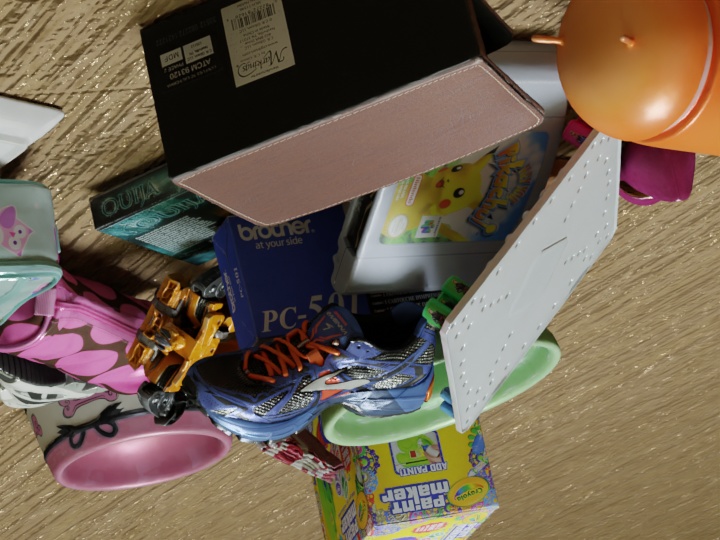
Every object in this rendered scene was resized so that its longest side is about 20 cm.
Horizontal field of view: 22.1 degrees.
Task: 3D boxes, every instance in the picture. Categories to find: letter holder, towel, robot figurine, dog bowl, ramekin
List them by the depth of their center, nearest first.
[{"bbox_3d":[-0.006,-0.114,1.105,0.199,0.101,0.142,-20,161,18],"label":"letter holder"},{"bbox_3d":[0.206,-0.133,1.157,0.199,0.144,0.117,4,137,-38],"label":"robot figurine"},{"bbox_3d":[-0.108,0.047,1.416,0.146,0.058,0.200,-62,157,11],"label":"robot figurine"},{"bbox_3d":[0.051,0.056,1.471,0.199,0.098,0.200,-17,161,-6],"label":"ramekin"},{"bbox_3d":[-0.088,0.113,1.587,0.023,0.144,0.200,-43,160,2],"label":"towel"},{"bbox_3d":[-0.204,0.142,1.693,0.198,0.074,0.200,-11,160,-4],"label":"dog bowl"}]

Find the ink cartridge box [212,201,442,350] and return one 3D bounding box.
[{"bbox_3d":[0.000,0.000,1.335,0.199,0.095,0.044,-7,163,-24],"label":"ink cartridge box"}]

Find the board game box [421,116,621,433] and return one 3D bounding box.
[{"bbox_3d":[0.115,-0.001,1.288,0.200,0.026,0.200,-51,160,-16],"label":"board game box"}]

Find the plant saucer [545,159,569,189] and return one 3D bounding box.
[{"bbox_3d":[0.111,-0.032,1.489,0.199,0.033,0.201,-12,160,-4],"label":"plant saucer"}]

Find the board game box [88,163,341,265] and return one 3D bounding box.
[{"bbox_3d":[-0.072,-0.061,1.297,0.199,0.028,0.135,-22,160,22],"label":"board game box"}]

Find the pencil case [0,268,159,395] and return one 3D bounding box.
[{"bbox_3d":[-0.213,0.039,1.399,0.093,0.091,0.200,17,176,28],"label":"pencil case"}]

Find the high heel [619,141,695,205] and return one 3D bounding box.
[{"bbox_3d":[0.218,-0.062,1.379,0.067,0.097,0.200,-16,159,8],"label":"high heel"}]

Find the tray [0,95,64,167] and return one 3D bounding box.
[{"bbox_3d":[-0.287,-0.083,1.122,0.107,0.022,0.199,-28,155,37],"label":"tray"}]

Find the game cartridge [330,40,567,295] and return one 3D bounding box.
[{"bbox_3d":[0.065,-0.066,1.251,0.132,0.041,0.201,-6,133,-29],"label":"game cartridge"}]

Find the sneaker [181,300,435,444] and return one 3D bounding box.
[{"bbox_3d":[-0.032,0.059,1.253,0.199,0.075,0.079,-10,132,-34],"label":"sneaker"}]

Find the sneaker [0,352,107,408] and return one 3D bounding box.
[{"bbox_3d":[-0.277,0.077,1.473,0.088,0.075,0.200,-22,158,18],"label":"sneaker"}]

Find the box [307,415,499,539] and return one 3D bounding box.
[{"bbox_3d":[0.030,0.164,1.720,0.121,0.194,0.200,-7,158,-15],"label":"box"}]

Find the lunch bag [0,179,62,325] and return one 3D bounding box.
[{"bbox_3d":[-0.289,-0.003,1.219,0.159,0.078,0.200,2,166,-31],"label":"lunch bag"}]
